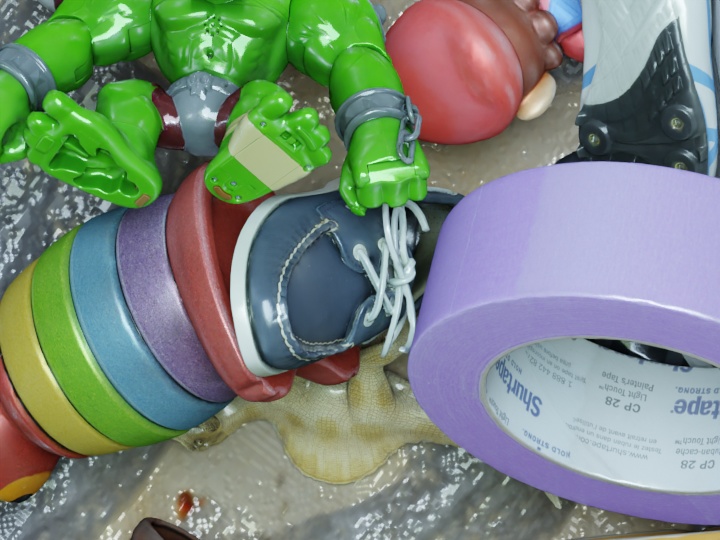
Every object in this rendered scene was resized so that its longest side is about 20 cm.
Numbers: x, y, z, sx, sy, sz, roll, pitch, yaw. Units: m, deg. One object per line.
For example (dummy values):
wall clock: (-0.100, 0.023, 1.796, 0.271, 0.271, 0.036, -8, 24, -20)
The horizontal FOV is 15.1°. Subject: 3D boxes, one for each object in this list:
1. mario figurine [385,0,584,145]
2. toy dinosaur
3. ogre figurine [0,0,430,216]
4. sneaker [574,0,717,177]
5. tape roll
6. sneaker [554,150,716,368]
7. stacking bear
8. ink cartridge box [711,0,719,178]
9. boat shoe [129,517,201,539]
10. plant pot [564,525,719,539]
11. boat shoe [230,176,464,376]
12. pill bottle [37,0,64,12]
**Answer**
mario figurine: (0.088, -0.131, 1.285, 0.200, 0.106, 0.123, -35, 53, -10)
toy dinosaur: (0.002, 0.055, 1.290, 0.199, 0.058, 0.102, 6, 104, 7)
ogre figurine: (-0.068, -0.083, 1.165, 0.199, 0.120, 0.098, -9, 131, 19)
sneaker: (0.131, -0.111, 1.208, 0.072, 0.072, 0.201, 3, 109, 35)
tape roll: (0.123, 0.035, 1.147, 0.199, 0.200, 0.066, 16, 63, 0)
sneaker: (0.132, 0.036, 1.285, 0.083, 0.072, 0.201, -35, 87, 21)
stacking bear: (-0.121, 0.040, 1.237, 0.199, 0.121, 0.114, -27, 83, 23)
ink cartridge box: (0.204, -0.061, 1.193, 0.084, 0.200, 0.146, -7, 68, -1)
boat shoe: (-0.026, 0.179, 1.271, 0.199, 0.070, 0.071, 22, 94, 0)
plant pot: (0.154, 0.208, 1.211, 0.199, 0.200, 0.185, -4, 85, 0)
boat shoe: (0.000, 0.000, 1.186, 0.061, 0.200, 0.075, -1, 99, 20)
pill bottle: (-0.090, -0.166, 1.253, 0.199, 0.114, 0.115, 11, 89, 0)
